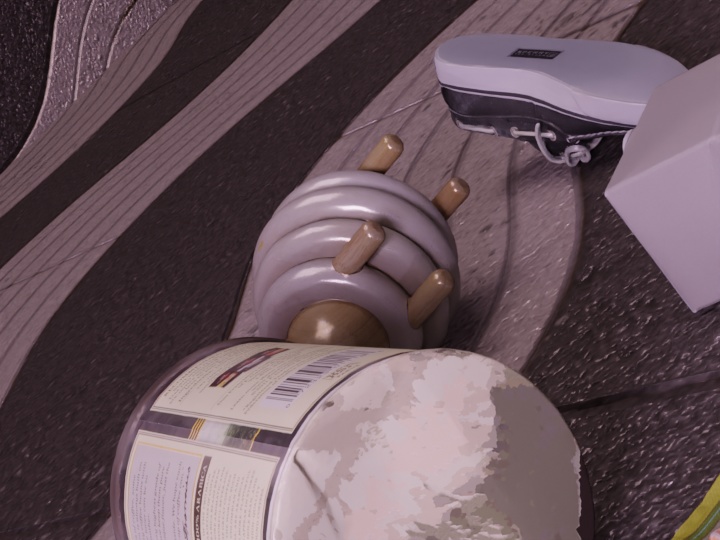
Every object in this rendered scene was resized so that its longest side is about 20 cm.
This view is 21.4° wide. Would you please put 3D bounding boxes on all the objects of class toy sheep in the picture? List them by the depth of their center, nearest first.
[{"bbox_3d":[0.000,0.000,1.121,0.137,0.138,0.201,-30,22,29],"label":"toy sheep"}]

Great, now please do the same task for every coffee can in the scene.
[{"bbox_3d":[-0.011,0.105,0.830,0.146,0.147,0.200,-45,17,-19],"label":"coffee can"}]

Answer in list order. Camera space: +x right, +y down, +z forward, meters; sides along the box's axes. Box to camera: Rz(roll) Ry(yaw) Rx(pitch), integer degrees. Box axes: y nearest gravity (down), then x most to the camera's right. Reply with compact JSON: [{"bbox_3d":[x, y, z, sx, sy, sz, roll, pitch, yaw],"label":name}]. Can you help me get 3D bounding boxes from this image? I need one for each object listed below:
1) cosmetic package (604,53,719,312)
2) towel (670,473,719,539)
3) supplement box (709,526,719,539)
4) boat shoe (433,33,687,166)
[{"bbox_3d":[0.222,-0.070,0.891,0.199,0.090,0.107,-29,19,41],"label":"cosmetic package"},{"bbox_3d":[0.199,0.072,0.679,0.199,0.018,0.086,-16,29,55],"label":"towel"},{"bbox_3d":[0.178,0.068,0.490,0.199,0.067,0.068,-19,20,-35],"label":"supplement box"},{"bbox_3d":[0.130,-0.103,1.213,0.198,0.069,0.073,11,36,39],"label":"boat shoe"}]
